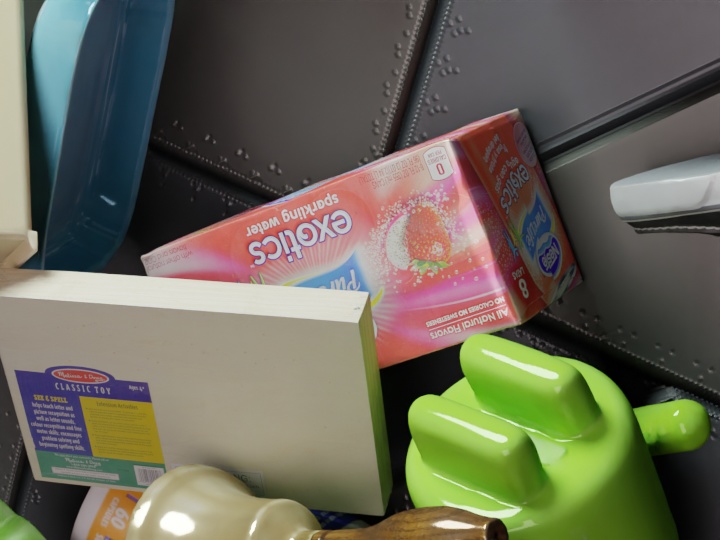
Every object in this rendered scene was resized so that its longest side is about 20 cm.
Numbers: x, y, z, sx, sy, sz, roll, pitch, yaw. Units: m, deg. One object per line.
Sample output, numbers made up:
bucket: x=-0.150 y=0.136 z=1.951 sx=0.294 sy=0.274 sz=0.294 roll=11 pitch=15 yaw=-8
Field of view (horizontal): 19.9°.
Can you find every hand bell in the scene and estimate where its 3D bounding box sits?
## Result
hand bell: x=-0.011 y=0.132 z=0.973 sx=0.199 sy=0.104 sz=0.105 roll=-15 pitch=95 yaw=43

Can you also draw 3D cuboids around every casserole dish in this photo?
casserole dish: x=-0.152 y=-0.081 z=1.119 sx=0.039 sy=0.121 sz=0.201 roll=19 pitch=111 yaw=13

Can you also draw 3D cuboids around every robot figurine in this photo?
robot figurine: x=0.093 y=0.124 z=1.014 sx=0.115 sy=0.176 sz=0.200 roll=17 pitch=144 yaw=39

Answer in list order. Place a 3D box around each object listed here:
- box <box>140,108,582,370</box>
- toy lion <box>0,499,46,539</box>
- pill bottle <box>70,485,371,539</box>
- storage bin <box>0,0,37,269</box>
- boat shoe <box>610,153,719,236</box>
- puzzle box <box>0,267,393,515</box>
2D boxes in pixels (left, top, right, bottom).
box: x=0.000 y=0.000 z=1.076 sx=0.199 sy=0.095 sz=0.103 roll=-19 pitch=95 yaw=29
toy lion: x=-0.164 y=0.217 z=1.171 sx=0.200 sy=0.069 sz=0.192 roll=44 pitch=156 yaw=11
pill bottle: x=-0.052 y=0.172 z=1.134 sx=0.199 sy=0.112 sz=0.112 roll=28 pitch=113 yaw=20
storage bin: x=-0.249 y=-0.084 z=1.112 sx=0.198 sy=0.093 sz=0.201 roll=-30 pitch=62 yaw=60
boat shoe: x=0.216 y=-0.029 z=0.975 sx=0.199 sy=0.069 sz=0.057 roll=-5 pitch=100 yaw=26
puzzle box: x=-0.086 y=0.062 z=1.054 sx=0.199 sy=0.025 sz=0.133 roll=5 pitch=130 yaw=14
